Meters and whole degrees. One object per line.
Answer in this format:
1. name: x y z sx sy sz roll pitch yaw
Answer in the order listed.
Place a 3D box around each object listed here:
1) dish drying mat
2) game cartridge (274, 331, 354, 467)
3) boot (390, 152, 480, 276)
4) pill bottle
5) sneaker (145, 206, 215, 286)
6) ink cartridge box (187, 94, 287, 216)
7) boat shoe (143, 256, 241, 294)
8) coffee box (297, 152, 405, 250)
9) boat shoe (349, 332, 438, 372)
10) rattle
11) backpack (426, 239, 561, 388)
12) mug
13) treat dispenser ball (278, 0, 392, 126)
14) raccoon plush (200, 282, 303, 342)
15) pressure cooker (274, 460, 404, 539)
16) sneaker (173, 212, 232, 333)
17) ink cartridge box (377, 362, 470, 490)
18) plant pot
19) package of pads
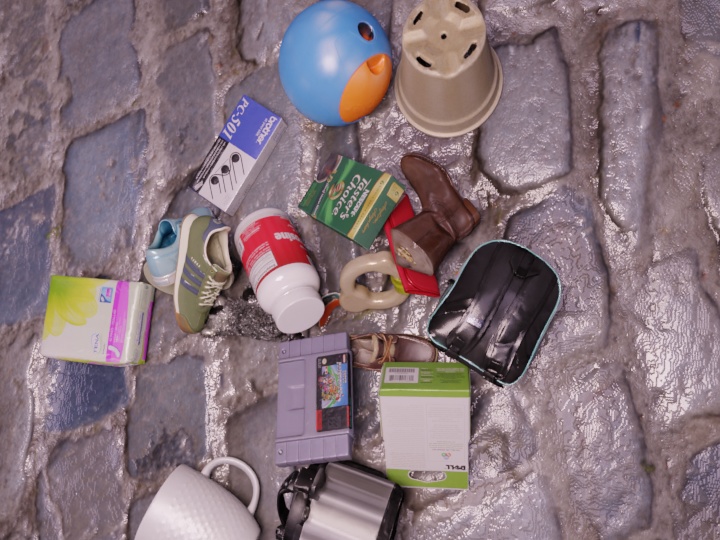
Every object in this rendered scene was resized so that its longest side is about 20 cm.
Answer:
1. dish drying mat: 0.076 -0.050 1.027 0.018 0.075 0.204 -44 49 39
2. game cartridge: -0.072 0.202 0.996 0.127 0.038 0.204 -13 58 17
3. boot: 0.090 -0.095 1.022 0.186 0.065 0.199 42 48 11
4. pill bottle: -0.135 0.000 1.056 0.111 0.112 0.202 -33 56 5
5. sneaker: -0.312 -0.066 1.096 0.072 0.083 0.202 0 39 13
6. ink cartridge box: -0.229 -0.214 1.167 0.093 0.044 0.203 32 89 11
7. boat shoe: -0.305 -0.004 1.144 0.195 0.066 0.076 -5 115 25
8. coffee box: -0.020 -0.123 1.059 0.124 0.044 0.199 -57 39 1
9. boat shoe: 0.032 0.139 1.057 0.194 0.072 0.074 4 83 12
10. rattle: 0.000 0.000 1.090 0.198 0.129 0.146 -30 57 37
11. backpack: 0.216 0.059 0.991 0.173 0.153 0.203 29 94 13
12. mug: -0.250 0.414 1.053 0.172 0.149 0.202 27 58 5
13. treat dispenser ball: -0.043 -0.353 1.069 0.195 0.201 0.207 -1 82 10
14. raccoon plush: -0.193 0.117 1.099 0.133 0.097 0.202 -38 78 12
15. pressure cooker: -0.041 0.394 0.986 0.195 0.179 0.180 15 89 11
16. sneaker: -0.257 0.010 1.046 0.088 0.067 0.206 7 96 26
17. ink cartridge box: 0.108 0.258 1.033 0.144 0.076 0.205 0 116 9
18. plant pot: 0.142 -0.352 1.042 0.195 0.183 0.206 -1 82 11
19. package of pads: -0.490 0.096 1.167 0.194 0.068 0.159 4 82 12
